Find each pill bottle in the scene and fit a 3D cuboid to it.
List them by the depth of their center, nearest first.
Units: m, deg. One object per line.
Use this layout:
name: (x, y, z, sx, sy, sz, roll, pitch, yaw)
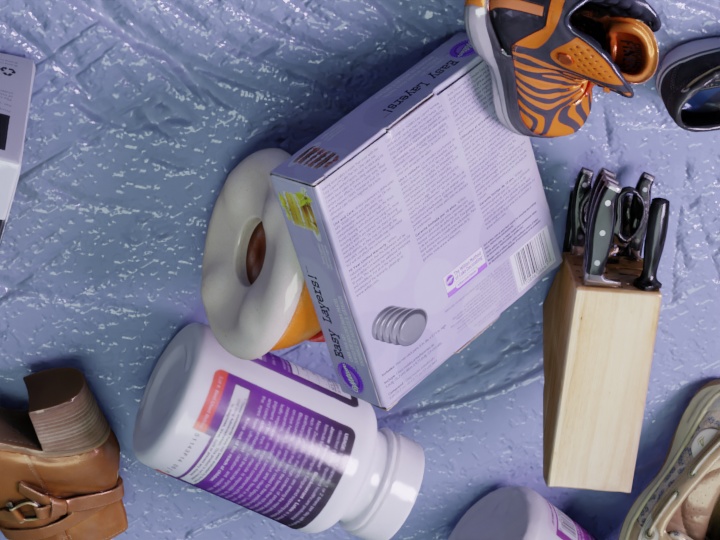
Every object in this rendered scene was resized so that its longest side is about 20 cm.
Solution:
pill bottle: (-0.057, 0.126, 1.871, 0.199, 0.112, 0.112, 25, 121, -18)
pill bottle: (0.163, 0.262, 1.978, 0.200, 0.113, 0.112, 38, 116, -25)

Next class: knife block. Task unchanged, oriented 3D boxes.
knife block: (0.173, 0.035, 1.781, 0.063, 0.202, 0.176, 4, 155, -5)

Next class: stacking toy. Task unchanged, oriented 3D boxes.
stacking toy: (0.000, 0.000, 1.789, 0.199, 0.147, 0.147, 9, 127, -27)

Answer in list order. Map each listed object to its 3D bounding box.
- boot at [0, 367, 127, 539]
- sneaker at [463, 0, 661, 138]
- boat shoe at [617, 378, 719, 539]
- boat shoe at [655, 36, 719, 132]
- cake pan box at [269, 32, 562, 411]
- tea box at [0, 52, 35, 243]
boot: (-0.277, 0.154, 1.918, 0.198, 0.077, 0.156, -14, 130, -1)
sneaker: (0.144, -0.130, 1.658, 0.111, 0.078, 0.200, 15, 167, 24)
boat shoe: (0.250, 0.181, 1.908, 0.073, 0.063, 0.201, 15, 100, -28)
boat shoe: (0.300, -0.134, 1.723, 0.198, 0.066, 0.070, -8, 126, 4)
cake pan box: (0.045, -0.037, 1.721, 0.200, 0.052, 0.185, -39, 129, -28)
tea box: (-0.339, -0.054, 1.718, 0.198, 0.134, 0.198, 15, 123, -12)
